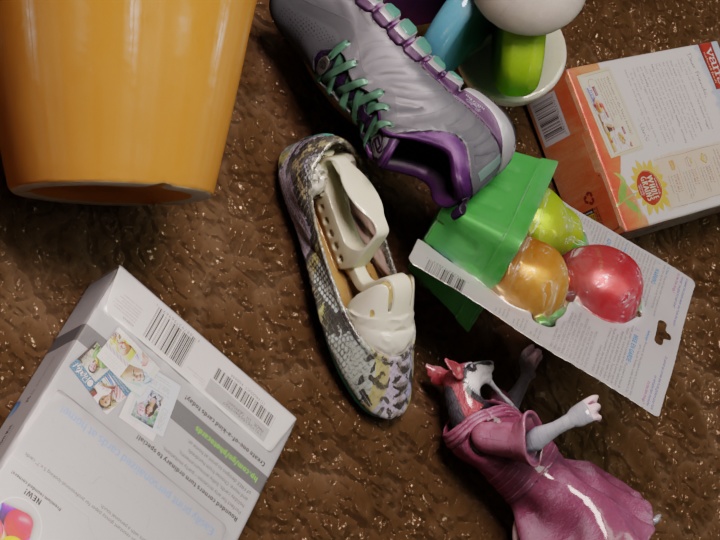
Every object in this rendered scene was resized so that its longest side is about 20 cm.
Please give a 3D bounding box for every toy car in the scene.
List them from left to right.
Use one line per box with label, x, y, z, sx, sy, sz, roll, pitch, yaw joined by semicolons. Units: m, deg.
toy car;0.076;-0.218;1.390;0.148;0.175;0.202;-4;71;-5

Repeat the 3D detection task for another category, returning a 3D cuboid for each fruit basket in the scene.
fruit basket;0.136;0.007;1.366;0.199;0.094;0.186;35;34;-4

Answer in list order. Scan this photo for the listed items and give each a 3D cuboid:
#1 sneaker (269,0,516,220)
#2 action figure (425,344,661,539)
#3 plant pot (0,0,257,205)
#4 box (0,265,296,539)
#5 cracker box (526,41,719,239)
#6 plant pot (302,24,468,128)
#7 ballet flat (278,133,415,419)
sneaker;0.012;-0.120;1.304;0.199;0.075;0.088;36;45;2
action figure;0.112;0.140;1.349;0.200;0.134;0.149;42;92;-3
plant pot;-0.148;-0.137;1.174;0.199;0.199;0.185;3;85;-39
box;-0.139;0.122;1.159;0.156;0.041;0.201;41;49;-19
cracker box;0.233;-0.102;1.556;0.199;0.058;0.135;-14;82;-42
plant pot;0.021;-0.177;1.431;0.199;0.027;0.202;18;60;-34
ballet flat;0.000;0.000;1.309;0.072;0.072;0.202;-13;81;-42
